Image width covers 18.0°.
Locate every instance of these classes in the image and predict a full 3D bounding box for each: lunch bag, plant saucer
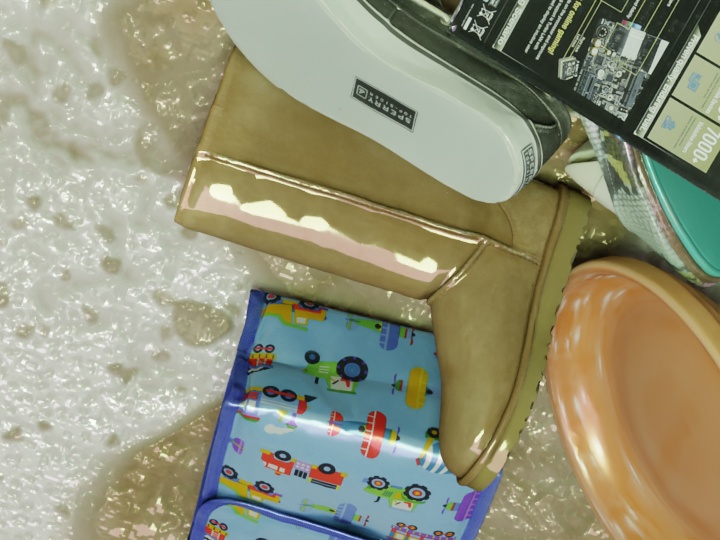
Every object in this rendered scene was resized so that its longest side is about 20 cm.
[{"bbox_3d":[-0.013,0.124,1.262,0.150,0.094,0.200,14,133,-2],"label":"lunch bag"},{"bbox_3d":[0.164,0.083,1.164,0.037,0.200,0.201,-23,122,-22],"label":"plant saucer"}]

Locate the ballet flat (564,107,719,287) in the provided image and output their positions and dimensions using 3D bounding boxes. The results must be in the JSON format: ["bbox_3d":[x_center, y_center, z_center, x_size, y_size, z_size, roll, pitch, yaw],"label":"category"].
[{"bbox_3d":[0.125,-0.081,1.130,0.071,0.069,0.200,-10,115,38],"label":"ballet flat"}]

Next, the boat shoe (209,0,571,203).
[{"bbox_3d":[0.012,-0.108,1.121,0.200,0.064,0.071,37,139,11],"label":"boat shoe"}]

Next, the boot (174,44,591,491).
[{"bbox_3d":[0.000,0.000,1.151,0.199,0.176,0.066,20,160,-7],"label":"boot"}]

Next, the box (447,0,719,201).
[{"bbox_3d":[0.162,-0.149,0.998,0.164,0.086,0.200,33,104,20],"label":"box"}]
